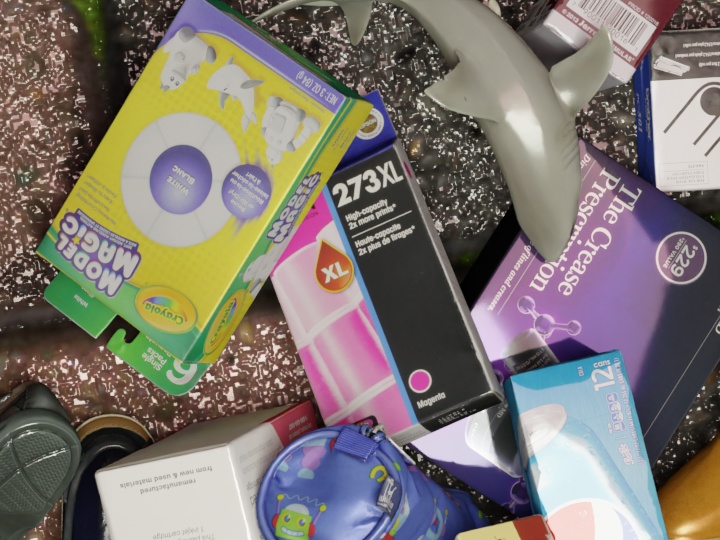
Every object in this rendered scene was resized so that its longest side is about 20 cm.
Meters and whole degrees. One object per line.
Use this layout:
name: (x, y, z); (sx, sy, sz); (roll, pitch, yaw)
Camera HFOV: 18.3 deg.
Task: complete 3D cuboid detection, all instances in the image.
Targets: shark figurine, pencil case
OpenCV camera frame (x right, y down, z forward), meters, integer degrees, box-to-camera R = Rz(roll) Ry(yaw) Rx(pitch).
shark figurine: (0.046, -0.111, 1.210); (0.214, 0.128, 0.089); (44, 41, 18)
pencil case: (0.016, 0.140, 1.215); (0.078, 0.200, 0.087); (31, 85, 29)

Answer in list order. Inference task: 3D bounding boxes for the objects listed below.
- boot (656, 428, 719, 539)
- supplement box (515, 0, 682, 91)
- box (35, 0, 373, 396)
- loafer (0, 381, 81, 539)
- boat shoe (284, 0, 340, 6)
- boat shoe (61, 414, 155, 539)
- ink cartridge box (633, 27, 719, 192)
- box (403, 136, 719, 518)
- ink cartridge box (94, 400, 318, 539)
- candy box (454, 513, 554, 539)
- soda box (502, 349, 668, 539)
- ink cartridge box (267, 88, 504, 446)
boot: (0.230, 0.059, 1.259); (0.201, 0.071, 0.144); (-25, 121, -27)
supplement box: (0.172, -0.200, 1.269); (0.061, 0.109, 0.200); (35, 87, -6)
box: (-0.095, -0.040, 1.240); (0.117, 0.048, 0.200); (35, 102, 19)
loafer: (-0.231, 0.146, 1.261); (0.072, 0.063, 0.200); (38, 103, -30)
boat shoe: (0.039, -0.210, 1.281); (0.200, 0.070, 0.072); (-18, 72, -3)
boat shoe: (-0.139, 0.183, 1.267); (0.074, 0.062, 0.201); (-2, 93, -8)
ink cartridge box: (0.263, -0.099, 1.313); (0.199, 0.044, 0.094); (-4, 94, -6)
box: (0.122, 0.044, 1.286); (0.141, 0.079, 0.200); (32, 88, -9)
ink cartridge box: (-0.061, 0.186, 1.225); (0.084, 0.145, 0.201); (-12, 93, 18)
candy box: (0.070, 0.233, 1.206); (0.055, 0.200, 0.116); (-10, 57, -21)
soda box: (0.130, 0.147, 1.201); (0.064, 0.068, 0.201); (-14, 84, -1)
ink cartridge box: (0.000, 0.000, 1.248); (0.095, 0.037, 0.200); (-24, 70, 9)
